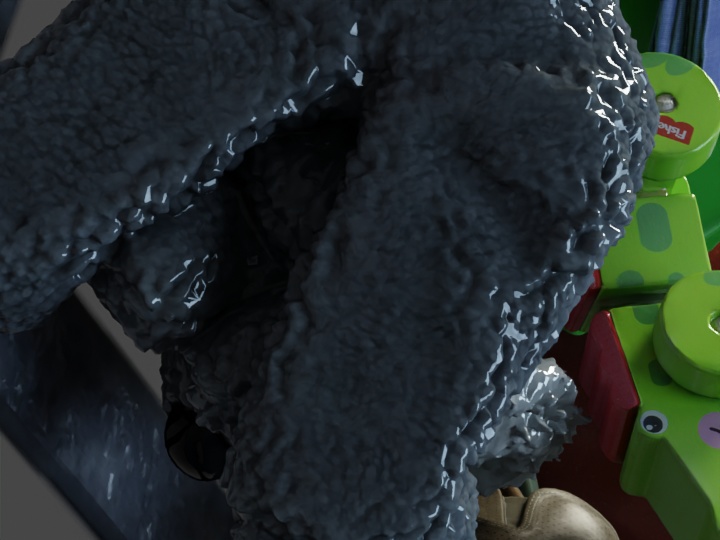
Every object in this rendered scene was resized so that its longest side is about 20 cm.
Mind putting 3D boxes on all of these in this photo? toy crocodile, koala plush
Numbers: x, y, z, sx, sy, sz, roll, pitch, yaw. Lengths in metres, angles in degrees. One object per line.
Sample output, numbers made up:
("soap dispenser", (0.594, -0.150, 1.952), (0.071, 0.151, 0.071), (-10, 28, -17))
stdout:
("toy crocodile", (0.084, 0.003, 0.805), (0.068, 0.061, 0.201), (101, -20, -60))
("koala plush", (-0.004, -0.001, 0.734), (0.184, 0.177, 0.200), (-51, 166, -12))

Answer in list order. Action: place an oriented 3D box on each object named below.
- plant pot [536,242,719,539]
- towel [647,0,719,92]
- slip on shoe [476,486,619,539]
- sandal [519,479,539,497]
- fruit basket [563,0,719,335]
("plant pot", (0.133, 0.057, 1.055), (0.201, 0.194, 0.202), (2, 90, -67))
("towel", (0.162, -0.137, 0.916), (0.199, 0.024, 0.146), (-19, 118, -49))
("slip on shoe", (0.054, 0.096, 0.817), (0.061, 0.200, 0.076), (-45, 107, -8))
("sandal", (0.034, 0.093, 0.980), (0.057, 0.079, 0.202), (-44, 123, -65))
("fruit basket", (0.056, -0.109, 0.980), (0.216, 0.155, 0.216), (57, -6, 10))
